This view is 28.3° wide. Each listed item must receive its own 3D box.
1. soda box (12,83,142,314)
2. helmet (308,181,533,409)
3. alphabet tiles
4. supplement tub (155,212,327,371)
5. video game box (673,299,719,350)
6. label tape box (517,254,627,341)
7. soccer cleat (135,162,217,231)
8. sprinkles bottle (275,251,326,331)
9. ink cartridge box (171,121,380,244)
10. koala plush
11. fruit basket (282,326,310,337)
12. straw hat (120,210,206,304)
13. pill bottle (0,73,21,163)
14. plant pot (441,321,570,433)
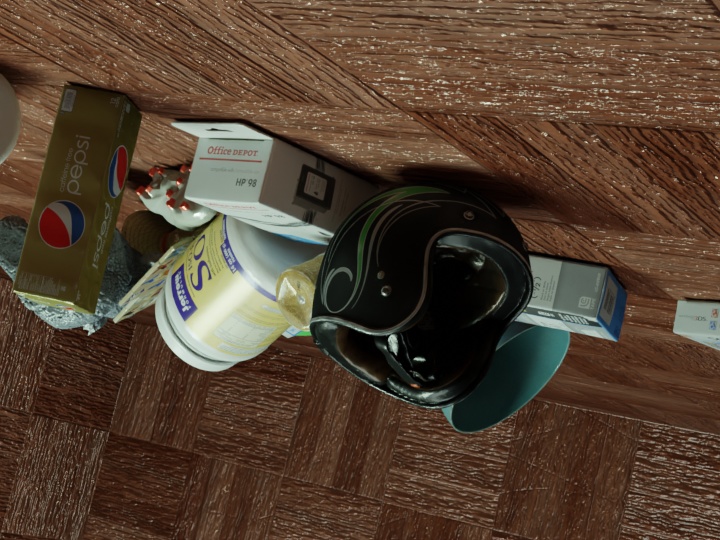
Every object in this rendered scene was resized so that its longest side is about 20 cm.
[{"bbox_3d":[-0.264,-0.065,1.340,0.063,0.203,0.068,11,171,9],"label":"soda box"},{"bbox_3d":[0.059,0.011,1.356,0.198,0.192,0.201,27,160,11],"label":"helmet"},{"bbox_3d":[-0.215,-0.003,1.708,0.167,0.008,0.200,-30,171,-48],"label":"alphabet tiles"},{"bbox_3d":[-0.127,0.011,1.584,0.144,0.147,0.200,18,139,-31],"label":"supplement tub"},{"bbox_3d":[0.491,0.082,1.644,0.198,0.047,0.181,20,173,-35],"label":"video game box"},{"bbox_3d":[0.200,0.024,1.666,0.197,0.067,0.143,9,171,22],"label":"label tape box"},{"bbox_3d":[-0.186,-0.077,1.595,0.077,0.070,0.199,38,170,-25],"label":"soccer cleat"},{"bbox_3d":[0.000,0.000,1.490,0.068,0.069,0.199,7,-158,40],"label":"sprinkles bottle"},{"bbox_3d":[-0.090,-0.083,1.408,0.115,0.068,0.199,7,170,44],"label":"ink cartridge box"},{"bbox_3d":[-0.325,0.004,1.775,0.185,0.176,0.200,59,-173,25],"label":"koala plush"},{"bbox_3d":[-0.063,0.009,1.708,0.184,0.095,0.199,32,153,-22],"label":"fruit basket"},{"bbox_3d":[-0.222,-0.026,1.934,0.085,0.203,0.200,-36,144,26],"label":"straw hat"},{"bbox_3d":[-0.408,-0.140,1.396,0.110,0.113,0.199,17,172,-26],"label":"pill bottle"},{"bbox_3d":[0.161,0.098,1.906,0.135,0.200,0.200,49,-168,31],"label":"plant pot"}]
